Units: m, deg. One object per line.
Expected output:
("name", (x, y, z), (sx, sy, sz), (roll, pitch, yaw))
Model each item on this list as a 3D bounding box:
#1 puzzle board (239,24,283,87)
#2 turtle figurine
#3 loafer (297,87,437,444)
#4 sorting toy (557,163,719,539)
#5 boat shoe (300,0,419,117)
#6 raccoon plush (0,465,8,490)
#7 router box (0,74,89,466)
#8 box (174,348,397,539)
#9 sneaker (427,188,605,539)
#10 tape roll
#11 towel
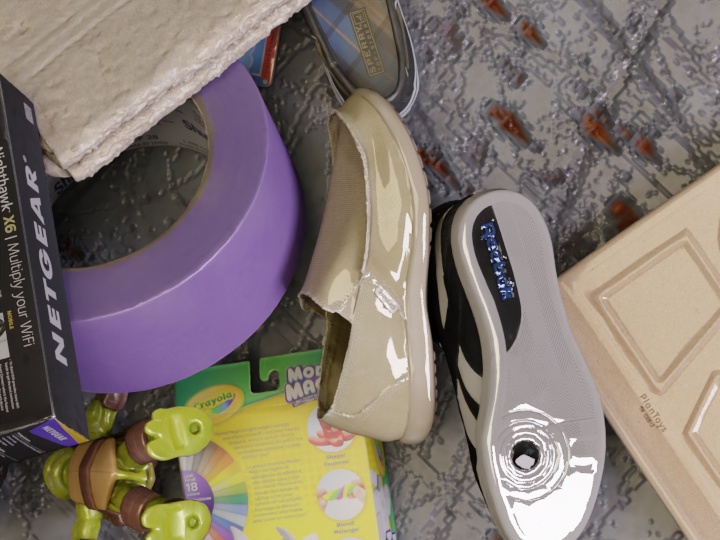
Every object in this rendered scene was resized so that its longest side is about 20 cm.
("puzzle board", (-0.109, -0.218, 1.556), (0.150, 0.017, 0.201), (10, 92, 13))
("turtle figurine", (-0.143, 0.128, 1.514), (0.161, 0.064, 0.200), (-2, 72, 56))
("loafer", (0.000, 0.000, 1.454), (0.068, 0.076, 0.201), (-7, 92, -16))
("sorting toy", (0.226, 0.035, 1.469), (0.200, 0.036, 0.185), (-35, 82, 6))
("boat shoe", (-0.015, -0.180, 1.505), (0.068, 0.057, 0.200), (-23, 88, -1))
("raccoon plush", (-0.277, 0.089, 1.497), (0.134, 0.200, 0.097), (15, 82, 6))
("router box", (-0.238, 0.013, 1.392), (0.157, 0.052, 0.200), (-16, 69, 12))
("box", (-0.040, 0.149, 1.521), (0.117, 0.048, 0.201), (-8, 89, 13))
("sneaker", (0.078, 0.057, 1.466), (0.073, 0.112, 0.201), (-8, 89, -17))
("tape roll", (-0.136, -0.038, 1.481), (0.199, 0.085, 0.200), (-7, 57, 12))
("towel", (-0.122, -0.146, 1.473), (0.200, 0.034, 0.133), (-38, 59, -7))
